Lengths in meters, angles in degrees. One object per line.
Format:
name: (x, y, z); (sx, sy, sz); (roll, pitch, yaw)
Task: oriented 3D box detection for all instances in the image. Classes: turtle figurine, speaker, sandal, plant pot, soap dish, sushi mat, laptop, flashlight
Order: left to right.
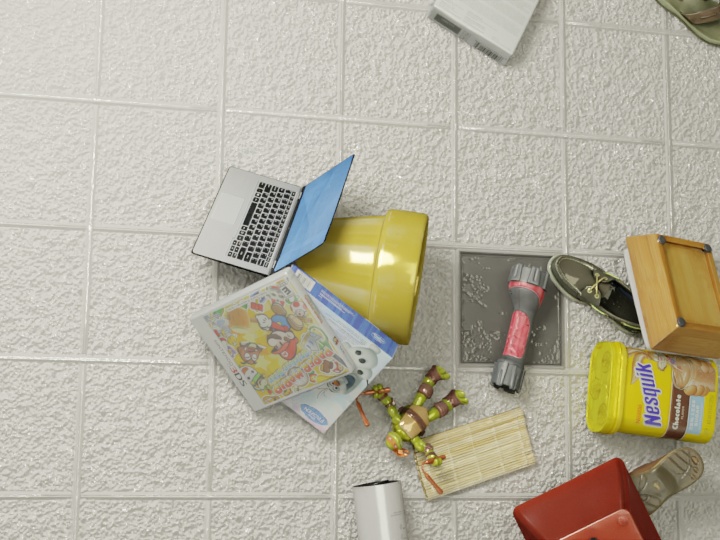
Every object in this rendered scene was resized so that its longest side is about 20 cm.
laptop: (-0.131, -0.101, 1.617); (0.197, 0.117, 0.189); (16, 51, 2)
plant pot: (0.000, 0.000, 1.652); (0.185, 0.201, 0.204); (9, 80, 4)
speaker: (0.037, 0.425, 1.646); (0.080, 0.081, 0.204); (-6, 83, -13)
turtle figurine: (0.095, 0.240, 1.694); (0.161, 0.065, 0.200); (-40, 83, -22)
sushi mat: (0.183, 0.295, 1.731); (0.197, 0.012, 0.097); (-16, 86, -14)
flashlight: (0.256, 0.094, 1.748); (0.067, 0.068, 0.203); (18, 78, -10)
plant pot: (0.364, 0.433, 1.638); (0.198, 0.176, 0.202); (-27, 88, 5)
soap dish: (0.524, 0.038, 1.764); (0.155, 0.081, 0.203); (9, 61, -28)
sandal: (0.607, -0.467, 1.909); (0.199, 0.057, 0.081); (29, 77, -7)

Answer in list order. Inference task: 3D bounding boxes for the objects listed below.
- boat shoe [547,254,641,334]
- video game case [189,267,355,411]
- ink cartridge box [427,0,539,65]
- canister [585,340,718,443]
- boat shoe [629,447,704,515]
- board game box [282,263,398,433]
boat shoe: (0.404, 0.035, 1.791); (0.200, 0.060, 0.073); (34, 76, -5)
video game case: (-0.132, 0.107, 1.591); (0.183, 0.198, 0.023); (56, 31, -16)
ink cartridge box: (0.226, -0.478, 1.840); (0.161, 0.057, 0.202); (30, 69, -6)
canister: (0.483, 0.204, 1.772); (0.196, 0.086, 0.151); (9, 80, -12)
boat shoe: (0.467, 0.356, 1.753); (0.198, 0.068, 0.073); (-31, 78, 4)
board game box: (-0.077, 0.121, 1.619); (0.199, 0.199, 0.044); (38, 34, -4)
